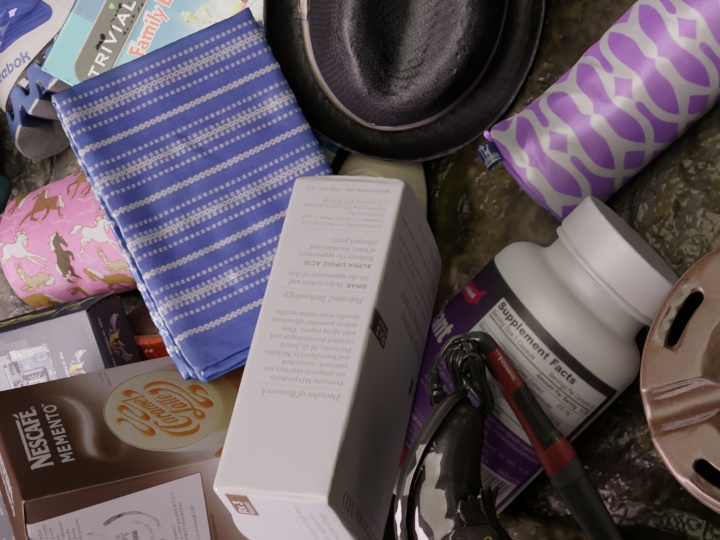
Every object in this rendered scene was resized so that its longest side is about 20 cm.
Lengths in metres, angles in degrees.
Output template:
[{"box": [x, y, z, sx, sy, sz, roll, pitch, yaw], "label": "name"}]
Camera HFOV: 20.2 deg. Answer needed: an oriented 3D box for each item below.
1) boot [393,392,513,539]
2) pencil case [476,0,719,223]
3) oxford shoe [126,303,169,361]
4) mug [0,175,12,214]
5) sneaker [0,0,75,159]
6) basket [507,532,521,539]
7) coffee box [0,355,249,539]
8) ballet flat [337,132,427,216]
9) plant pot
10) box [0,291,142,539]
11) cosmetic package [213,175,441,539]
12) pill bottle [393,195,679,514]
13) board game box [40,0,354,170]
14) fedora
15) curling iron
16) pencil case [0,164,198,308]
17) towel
[{"box": [0.105, 0.172, 1.073, 0.173, 0.069, 0.202, 4, 88, 24], "label": "boot"}, {"box": [0.167, -0.115, 1.224, 0.200, 0.084, 0.086, -40, 43, 13], "label": "pencil case"}, {"box": [-0.117, 0.043, 1.351, 0.199, 0.071, 0.073, -13, 40, 31], "label": "oxford shoe"}, {"box": [-0.330, -0.072, 1.439, 0.152, 0.114, 0.186, -40, 67, 14], "label": "mug"}, {"box": [-0.212, -0.190, 1.422, 0.115, 0.080, 0.200, 42, 101, 24], "label": "sneaker"}, {"box": [0.100, 0.267, 1.157, 0.135, 0.123, 0.201, 31, 95, 27], "label": "basket"}, {"box": [-0.114, 0.116, 1.221, 0.198, 0.080, 0.115, -12, 34, -16], "label": "coffee box"}, {"box": [0.000, 0.000, 1.290, 0.069, 0.069, 0.202, 2, 81, 26], "label": "ballet flat"}, {"box": [0.250, 0.067, 1.079, 0.199, 0.198, 0.202, -5, 77, 24], "label": "plant pot"}, {"box": [-0.202, 0.129, 1.332, 0.157, 0.051, 0.201, -15, 99, 24], "label": "box"}, {"box": [-0.014, 0.056, 1.135, 0.073, 0.102, 0.201, 2, 62, 19], "label": "cosmetic package"}, {"box": [0.095, 0.054, 1.206, 0.200, 0.111, 0.112, -46, 65, 11], "label": "pill bottle"}, {"box": [-0.086, -0.150, 1.327, 0.199, 0.047, 0.152, 28, 93, 3], "label": "board game box"}, {"box": [0.031, -0.166, 1.249, 0.199, 0.092, 0.202, -1, 96, -5], "label": "fedora"}, {"box": [0.105, 0.113, 1.155, 0.049, 0.026, 0.200, -36, 108, 12], "label": "curling iron"}, {"box": [-0.151, -0.026, 1.331, 0.199, 0.086, 0.083, -12, 63, 43], "label": "pencil case"}, {"box": [-0.085, -0.047, 1.238, 0.144, 0.024, 0.201, -26, 85, -17], "label": "towel"}]
